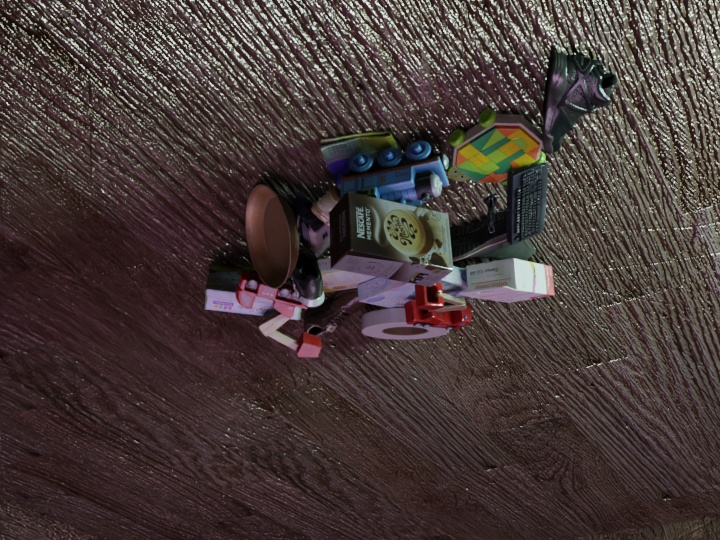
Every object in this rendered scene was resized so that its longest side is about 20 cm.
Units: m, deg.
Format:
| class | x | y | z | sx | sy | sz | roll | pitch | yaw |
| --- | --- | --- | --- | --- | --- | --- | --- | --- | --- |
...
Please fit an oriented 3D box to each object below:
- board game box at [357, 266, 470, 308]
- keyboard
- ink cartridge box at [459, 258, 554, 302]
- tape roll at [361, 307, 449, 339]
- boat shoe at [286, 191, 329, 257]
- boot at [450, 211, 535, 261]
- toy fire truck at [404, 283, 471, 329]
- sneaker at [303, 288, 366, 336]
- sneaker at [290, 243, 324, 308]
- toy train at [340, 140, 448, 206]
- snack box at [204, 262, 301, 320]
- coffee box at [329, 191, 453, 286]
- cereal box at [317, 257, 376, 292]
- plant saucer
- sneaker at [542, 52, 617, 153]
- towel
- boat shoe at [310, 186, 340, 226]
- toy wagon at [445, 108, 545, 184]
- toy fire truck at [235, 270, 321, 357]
| class | x | y | z | sx | sy | sz | roll | pitch | yaw |
| --- | --- | --- | --- | --- | --- | --- | --- | --- | --- |
| board game box | 0.133 | 0.038 | 1.832 | 0.199 | 0.044 | 0.200 | 13 | 155 | -42 |
| keyboard | 0.287 | -0.114 | 1.607 | 0.127 | 0.021 | 0.200 | -17 | 142 | -3 |
| ink cartridge box | 0.297 | 0.020 | 1.766 | 0.116 | 0.068 | 0.200 | -11 | 168 | 38 |
| tape roll | 0.102 | 0.122 | 1.966 | 0.202 | 0.037 | 0.203 | 0 | 164 | 0 |
| boat shoe | -0.100 | -0.092 | 1.715 | 0.093 | 0.075 | 0.200 | 43 | 165 | 10 |
| boot | 0.249 | -0.036 | 1.765 | 0.199 | 0.078 | 0.138 | -16 | 146 | 25 |
| toy fire truck | 0.167 | 0.075 | 1.781 | 0.199 | 0.049 | 0.141 | 9 | 157 | -35 |
| sneaker | -0.053 | 0.108 | 1.975 | 0.070 | 0.076 | 0.200 | 28 | 137 | -32 |
| sneaker | -0.126 | -0.024 | 1.706 | 0.066 | 0.200 | 0.091 | -18 | 144 | -25 |
| toy train | 0.059 | -0.155 | 1.529 | 0.199 | 0.115 | 0.087 | -9 | 143 | 16 |
| snack box | -0.225 | 0.043 | 1.834 | 0.199 | 0.142 | 0.053 | 7 | 114 | -8 |
| coffee box | 0.051 | -0.051 | 1.481 | 0.199 | 0.113 | 0.080 | 10 | 153 | -26 |
| cereal box | 0.000 | 0.000 | 1.815 | 0.199 | 0.040 | 0.144 | -9 | 163 | 11 |
| plant saucer | -0.164 | -0.067 | 1.656 | 0.035 | 0.201 | 0.200 | -11 | 153 | -30 |
| sneaker | 0.357 | -0.267 | 1.426 | 0.114 | 0.076 | 0.200 | 6 | 140 | 6 |
| towel | 0.014 | -0.180 | 1.613 | 0.143 | 0.023 | 0.200 | -6 | 144 | 12 |
| boat shoe | -0.015 | -0.073 | 1.627 | 0.063 | 0.073 | 0.200 | -33 | 122 | 11 |
| toy wagon | 0.227 | -0.205 | 1.552 | 0.155 | 0.040 | 0.200 | 31 | 135 | -34 |
| toy fire truck | -0.164 | 0.090 | 1.754 | 0.199 | 0.049 | 0.141 | 15 | 111 | -10 |
